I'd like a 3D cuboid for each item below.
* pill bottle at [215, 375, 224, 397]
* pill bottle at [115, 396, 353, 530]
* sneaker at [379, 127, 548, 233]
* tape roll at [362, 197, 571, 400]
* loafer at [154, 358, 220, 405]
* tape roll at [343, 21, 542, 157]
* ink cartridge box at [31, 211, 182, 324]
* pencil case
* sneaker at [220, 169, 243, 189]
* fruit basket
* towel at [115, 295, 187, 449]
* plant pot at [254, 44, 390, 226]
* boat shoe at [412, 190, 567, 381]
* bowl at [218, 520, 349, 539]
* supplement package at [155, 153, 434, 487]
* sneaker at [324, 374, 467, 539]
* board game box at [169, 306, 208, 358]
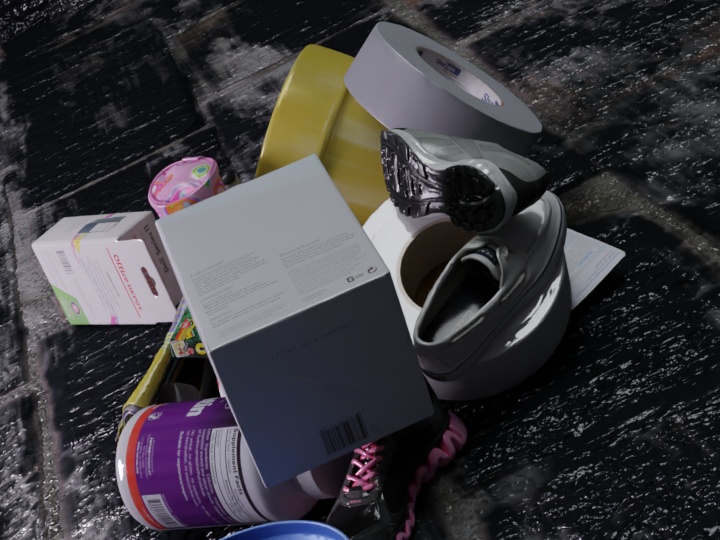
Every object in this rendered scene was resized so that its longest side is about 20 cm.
[{"bbox_3d":[-0.094,0.060,1.600,0.110,0.111,0.200,-24,32,1],"label":"pill bottle"},{"bbox_3d":[-0.108,0.165,1.428,0.199,0.113,0.113,-9,29,30],"label":"pill bottle"},{"bbox_3d":[0.086,-0.084,1.448,0.079,0.075,0.200,-20,27,-30],"label":"sneaker"},{"bbox_3d":[0.090,0.012,1.484,0.201,0.071,0.204,-7,58,11],"label":"tape roll"},{"bbox_3d":[-0.177,0.139,1.591,0.072,0.073,0.200,-14,27,20],"label":"loafer"},{"bbox_3d":[0.083,-0.169,1.648,0.066,0.199,0.201,-58,18,17],"label":"tape roll"},{"bbox_3d":[-0.278,-0.002,1.910,0.199,0.118,0.067,-1,31,41],"label":"ink cartridge box"},{"bbox_3d":[-0.146,-0.028,1.743,0.087,0.201,0.088,-21,35,16],"label":"pencil case"},{"bbox_3d":[-0.116,-0.063,1.882,0.199,0.116,0.075,-5,31,37],"label":"sneaker"},{"bbox_3d":[0.124,0.013,1.573,0.199,0.094,0.185,29,61,37],"label":"fruit basket"},{"bbox_3d":[-0.191,0.075,1.623,0.144,0.023,0.201,118,175,-68],"label":"towel"},{"bbox_3d":[0.002,-0.121,1.775,0.188,0.202,0.201,20,36,6],"label":"plant pot"},{"bbox_3d":[0.108,0.001,1.405,0.072,0.066,0.200,33,72,28],"label":"boat shoe"},{"bbox_3d":[-0.087,0.267,1.234,0.199,0.040,0.201,-21,24,9],"label":"bowl"},{"bbox_3d":[-0.056,0.037,1.334,0.151,0.151,0.200,-23,36,-6],"label":"supplement package"},{"bbox_3d":[0.015,0.157,1.354,0.079,0.096,0.200,-5,32,33],"label":"sneaker"},{"bbox_3d":[-0.102,0.017,1.545,0.104,0.024,0.200,-4,32,15],"label":"board game box"}]
